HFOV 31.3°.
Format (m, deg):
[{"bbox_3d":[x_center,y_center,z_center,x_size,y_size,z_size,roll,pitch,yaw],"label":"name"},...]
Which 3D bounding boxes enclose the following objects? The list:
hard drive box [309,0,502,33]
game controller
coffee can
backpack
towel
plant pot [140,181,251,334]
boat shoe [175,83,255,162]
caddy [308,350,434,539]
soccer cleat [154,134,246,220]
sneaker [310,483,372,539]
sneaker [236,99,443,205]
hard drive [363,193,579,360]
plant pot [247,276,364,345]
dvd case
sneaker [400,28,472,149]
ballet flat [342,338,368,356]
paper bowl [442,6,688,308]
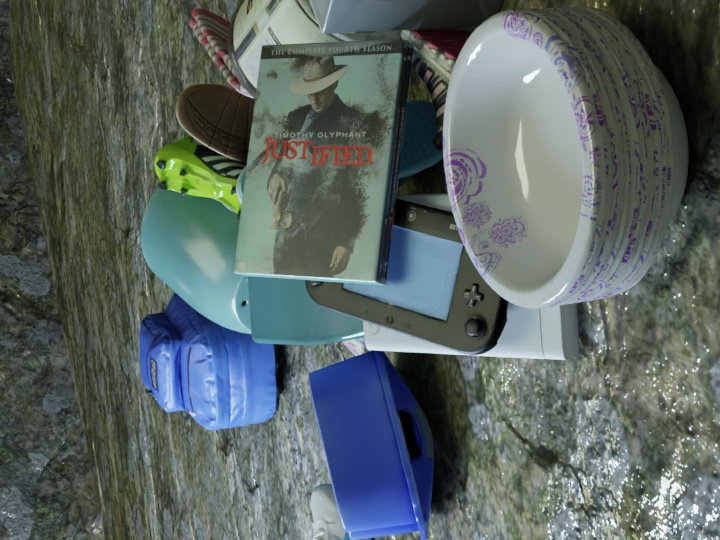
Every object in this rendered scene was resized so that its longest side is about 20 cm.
[{"bbox_3d":[0.020,-0.297,1.070,0.077,0.156,0.200,114,144,-53],"label":"hard drive box"},{"bbox_3d":[0.037,-0.003,1.041,0.200,0.042,0.104,16,107,37],"label":"game controller"},{"bbox_3d":[-0.030,-0.244,1.216,0.200,0.146,0.147,149,113,-66],"label":"coffee can"},{"bbox_3d":[-0.195,0.127,1.701,0.200,0.168,0.163,33,133,58],"label":"backpack"},{"bbox_3d":[-0.093,-0.223,1.387,0.030,0.146,0.200,-65,34,23],"label":"towel"},{"bbox_3d":[-0.125,-0.021,1.461,0.161,0.200,0.201,45,137,41],"label":"plant pot"},{"bbox_3d":[-0.104,-0.149,1.361,0.065,0.200,0.072,34,110,65],"label":"boat shoe"},{"bbox_3d":[0.019,0.172,1.268,0.141,0.105,0.200,79,176,-71],"label":"caddy"},{"bbox_3d":[-0.124,-0.092,1.363,0.200,0.081,0.068,25,134,16],"label":"soccer cleat"},{"bbox_3d":[-0.029,0.336,1.455,0.077,0.081,0.200,115,144,-55],"label":"sneaker"},{"bbox_3d":[-0.020,-0.089,1.185,0.131,0.200,0.080,152,100,-80],"label":"sneaker"},{"bbox_3d":[0.082,0.003,1.049,0.200,0.027,0.132,0,97,41],"label":"hard drive"},{"bbox_3d":[0.000,0.000,1.231,0.200,0.141,0.142,5,100,57],"label":"plant pot"},{"bbox_3d":[-0.033,-0.091,1.071,0.146,0.022,0.200,4,83,31],"label":"dvd case"},{"bbox_3d":[0.083,-0.139,1.061,0.200,0.074,0.088,49,134,47],"label":"sneaker"},{"bbox_3d":[-0.028,-0.003,1.375,0.069,0.071,0.200,-157,63,-67],"label":"ballet flat"},{"bbox_3d":[0.145,-0.078,0.881,0.201,0.104,0.201,172,90,-66],"label":"paper bowl"}]
